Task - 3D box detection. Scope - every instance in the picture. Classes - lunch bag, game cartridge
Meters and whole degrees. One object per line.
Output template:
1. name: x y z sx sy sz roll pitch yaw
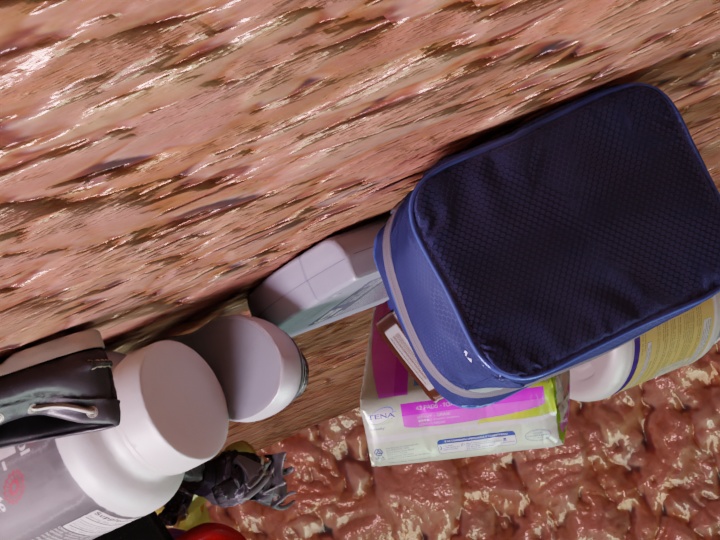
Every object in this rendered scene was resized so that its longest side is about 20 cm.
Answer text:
1. lunch bag: 0.114 -0.015 1.450 0.199 0.136 0.132 -23 175 -15
2. game cartridge: 0.000 0.000 1.653 0.133 0.041 0.200 -24 175 -23

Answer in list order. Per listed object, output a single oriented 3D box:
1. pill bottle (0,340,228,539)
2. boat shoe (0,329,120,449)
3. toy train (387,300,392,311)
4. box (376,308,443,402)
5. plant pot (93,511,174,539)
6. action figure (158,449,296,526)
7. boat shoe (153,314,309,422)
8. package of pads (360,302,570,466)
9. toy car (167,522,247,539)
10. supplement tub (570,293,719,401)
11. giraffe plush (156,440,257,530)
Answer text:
1. pill bottle: -0.183 0.118 1.637 0.200 0.111 0.111 -27 173 33
2. boat shoe: -0.234 0.096 1.475 0.199 0.063 0.073 -21 174 -15
3. toy train: 0.123 -0.013 1.851 0.199 0.085 0.116 -21 161 -16
4. box: 0.113 0.001 1.686 0.200 0.075 0.100 -38 179 -8
5. plant pot: -0.259 0.205 1.811 0.199 0.178 0.200 -19 172 -30
6. action figure: -0.138 0.159 1.960 0.199 0.070 0.130 16 149 -28
7. boat shoe: -0.076 0.070 1.667 0.066 0.070 0.200 4 170 -29
8. package of pads: 0.084 0.069 1.937 0.154 0.068 0.200 -8 -154 7
9. toy car: -0.132 0.276 1.995 0.175 0.151 0.200 -2 168 -38
10. supplement tub: 0.275 0.040 2.557 0.200 0.146 0.145 -18 172 -39
11. giraffe plush: -0.171 0.174 2.103 0.172 0.200 0.162 -17 143 -32
